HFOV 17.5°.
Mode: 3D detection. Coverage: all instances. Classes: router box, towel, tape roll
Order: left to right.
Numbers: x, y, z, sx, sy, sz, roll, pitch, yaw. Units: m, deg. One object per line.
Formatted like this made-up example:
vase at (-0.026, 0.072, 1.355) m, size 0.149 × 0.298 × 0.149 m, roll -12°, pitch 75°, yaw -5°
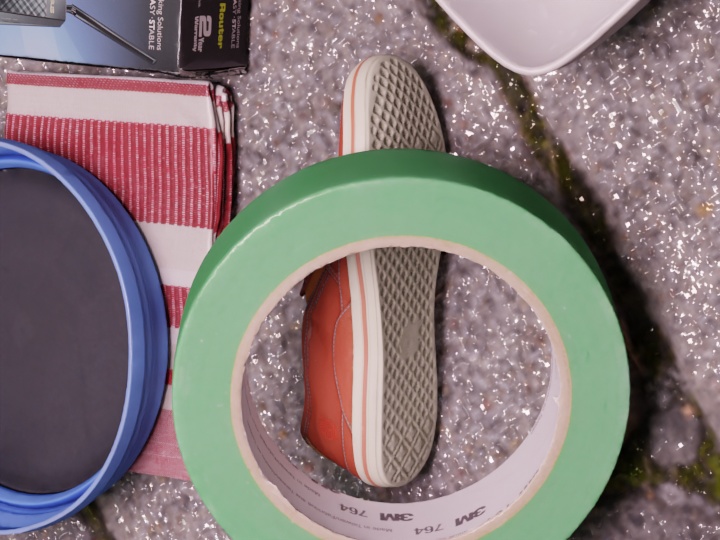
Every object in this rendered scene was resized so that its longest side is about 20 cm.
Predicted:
router box at (-0.127, -0.198, 1.133) m, size 0.149 × 0.062 × 0.201 m, roll 8°, pitch 101°, yaw 30°
towel at (-0.125, 0.002, 1.185) m, size 0.143 × 0.023 × 0.201 m, roll 6°, pitch 98°, yaw 33°
tape roll at (0.017, 0.049, 1.026) m, size 0.199 × 0.048 × 0.202 m, roll 0°, pitch 109°, yaw -1°

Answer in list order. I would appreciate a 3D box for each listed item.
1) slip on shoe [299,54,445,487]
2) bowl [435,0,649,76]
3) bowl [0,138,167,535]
slip on shoe at (0.000, 0.000, 1.079) m, size 0.061 × 0.074 × 0.201 m, roll 11°, pitch 107°, yaw 33°
bowl at (0.091, -0.208, 0.990) m, size 0.200 × 0.075 × 0.200 m, roll -47°, pitch 73°, yaw 29°
bowl at (-0.180, 0.033, 1.189) m, size 0.200 × 0.039 × 0.202 m, roll 4°, pitch 97°, yaw 35°
